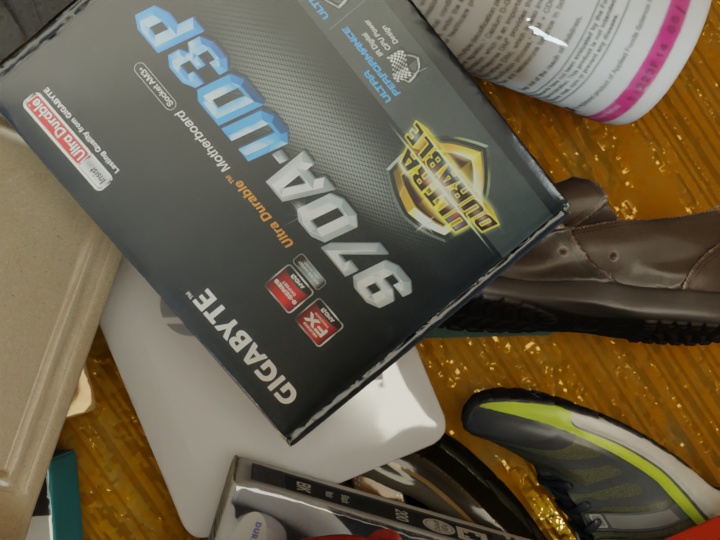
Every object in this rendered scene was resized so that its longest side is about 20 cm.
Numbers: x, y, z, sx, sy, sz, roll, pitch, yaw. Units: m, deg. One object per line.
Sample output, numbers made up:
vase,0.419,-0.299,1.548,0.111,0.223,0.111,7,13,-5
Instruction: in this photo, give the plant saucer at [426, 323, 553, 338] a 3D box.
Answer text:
plant saucer,0.000,0.000,0.813,0.200,0.019,0.070,-1,89,-7

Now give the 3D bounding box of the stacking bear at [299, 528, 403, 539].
stacking bear,-0.054,0.183,0.666,0.200,0.122,0.114,-40,118,10

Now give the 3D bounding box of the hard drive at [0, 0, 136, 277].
hard drive,-0.104,-0.110,0.781,0.135,0.042,0.200,-27,87,-8

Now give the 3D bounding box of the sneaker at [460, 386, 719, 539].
sneaker,0.129,0.124,0.796,0.200,0.074,0.081,33,86,-9

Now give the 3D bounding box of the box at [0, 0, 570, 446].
box,-0.034,-0.053,0.687,0.159,0.046,0.200,-39,104,0

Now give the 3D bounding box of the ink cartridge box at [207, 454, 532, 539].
ink cartridge box,0.010,0.201,0.749,0.200,0.043,0.199,16,107,-6

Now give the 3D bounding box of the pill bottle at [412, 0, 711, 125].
pill bottle,0.053,-0.149,0.760,0.200,0.113,0.114,17,87,-16

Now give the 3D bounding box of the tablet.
tablet,-0.057,0.007,0.742,0.130,0.014,0.200,-23,89,4

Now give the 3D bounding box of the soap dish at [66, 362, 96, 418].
soap dish,-0.237,0.015,0.748,0.200,0.081,0.158,-16,91,-7

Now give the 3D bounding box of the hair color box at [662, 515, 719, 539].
hair color box,0.125,0.186,0.724,0.200,0.064,0.111,-18,122,-24

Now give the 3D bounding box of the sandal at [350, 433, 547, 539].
sandal,0.016,0.103,0.786,0.200,0.082,0.055,34,102,-7

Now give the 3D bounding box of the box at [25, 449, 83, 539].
box,-0.169,0.187,0.763,0.082,0.049,0.200,-4,90,5

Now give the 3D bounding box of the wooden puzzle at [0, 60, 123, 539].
wooden puzzle,-0.195,-0.003,0.674,0.185,0.037,0.200,23,72,-25

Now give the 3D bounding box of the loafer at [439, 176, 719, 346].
loafer,0.090,-0.008,0.788,0.200,0.073,0.071,7,75,-10
